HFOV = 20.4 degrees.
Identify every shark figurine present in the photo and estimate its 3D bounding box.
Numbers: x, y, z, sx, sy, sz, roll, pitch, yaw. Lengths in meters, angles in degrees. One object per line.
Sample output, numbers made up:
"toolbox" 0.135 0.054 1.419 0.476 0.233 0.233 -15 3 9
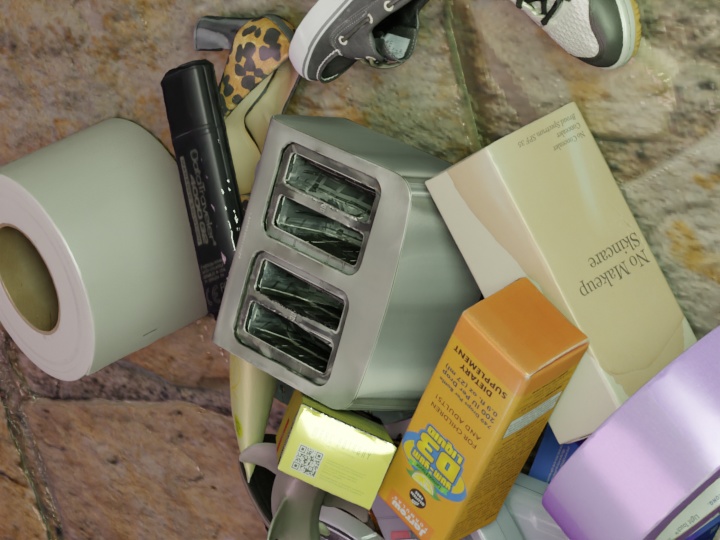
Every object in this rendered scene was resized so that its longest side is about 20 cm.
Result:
"shark figurine" -0.043 0.217 1.582 0.127 0.090 0.216 -2 113 24

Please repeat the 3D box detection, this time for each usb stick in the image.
"usb stick" -0.115 -0.063 1.537 0.055 0.032 0.202 -17 83 46

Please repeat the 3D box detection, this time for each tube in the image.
"tube" -0.085 0.070 1.607 0.052 0.058 0.201 24 126 22

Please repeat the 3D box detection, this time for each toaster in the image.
"toaster" 0.000 0.000 1.435 0.199 0.118 0.182 26 106 39

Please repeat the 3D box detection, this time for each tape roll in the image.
"tape roll" -0.244 -0.019 1.794 0.202 0.139 0.204 33 137 38
"tape roll" 0.205 0.101 1.202 0.066 0.199 0.200 51 145 16

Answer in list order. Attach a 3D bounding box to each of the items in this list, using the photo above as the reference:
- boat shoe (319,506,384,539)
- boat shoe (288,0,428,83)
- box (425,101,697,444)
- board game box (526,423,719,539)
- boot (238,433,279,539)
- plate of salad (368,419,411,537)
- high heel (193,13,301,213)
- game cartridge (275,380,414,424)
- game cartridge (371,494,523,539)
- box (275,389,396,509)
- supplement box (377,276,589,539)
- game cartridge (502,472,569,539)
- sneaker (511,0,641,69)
"boat shoe" 0.020 0.277 1.665 0.200 0.068 0.072 41 162 16
"boat shoe" 0.016 -0.176 1.395 0.067 0.070 0.200 58 139 10
"box" 0.137 0.003 1.325 0.078 0.095 0.201 -27 92 55
"board game box" 0.175 0.203 1.460 0.134 0.045 0.201 45 143 25
"boot" -0.054 0.261 1.796 0.204 0.073 0.154 51 149 19
"plate of salad" 0.047 0.193 1.627 0.200 0.048 0.201 33 136 38
"high heel" -0.080 -0.100 1.562 0.142 0.071 0.202 15 114 56
"game cartridge" -0.022 0.055 1.602 0.199 0.040 0.135 10 107 51
"game cartridge" 0.080 0.226 1.473 0.133 0.041 0.201 -18 97 53
"box" -0.021 0.123 1.433 0.075 0.050 0.200 24 -179 -4
"supplement box" 0.078 0.100 1.322 0.067 0.069 0.201 44 140 22
"game cartridge" 0.132 0.245 1.476 0.133 0.040 0.202 20 128 52
"sneaker" 0.090 -0.196 1.253 0.200 0.087 0.076 51 144 14
